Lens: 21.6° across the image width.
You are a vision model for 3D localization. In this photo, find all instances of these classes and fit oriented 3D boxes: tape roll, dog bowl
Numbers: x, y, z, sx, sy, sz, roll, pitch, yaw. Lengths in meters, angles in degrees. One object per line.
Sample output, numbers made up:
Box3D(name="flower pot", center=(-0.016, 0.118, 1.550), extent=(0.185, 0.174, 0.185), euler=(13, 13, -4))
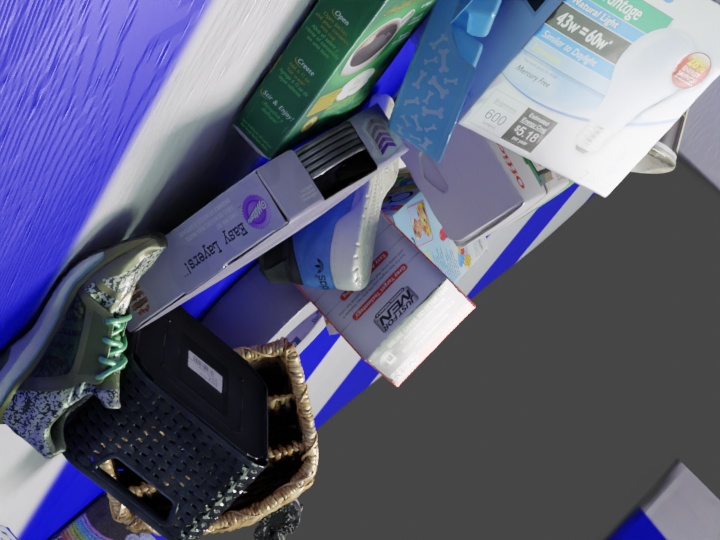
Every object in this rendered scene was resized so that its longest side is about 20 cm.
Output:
Box3D(name="tape roll", center=(-0.092, 0.050, 1.890), extent=(0.200, 0.066, 0.200), euler=(-44, 170, -9))
Box3D(name="dog bowl", center=(0.075, -0.183, 1.436), extent=(0.111, 0.049, 0.201), euler=(102, 10, -83))

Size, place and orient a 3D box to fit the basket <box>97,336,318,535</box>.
Box3D(name="basket", center=(-0.139, 0.163, 1.719), extent=(0.199, 0.144, 0.149), euler=(-13, 165, -8))

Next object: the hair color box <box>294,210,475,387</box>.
Box3D(name="hair color box", center=(0.000, 0.000, 1.654), extent=(0.102, 0.200, 0.061), euler=(-45, 138, 2))

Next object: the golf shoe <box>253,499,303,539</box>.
Box3D(name="golf shoe", center=(-0.144, 0.441, 3.467), extent=(0.095, 0.077, 0.200), euler=(-60, -178, -31))

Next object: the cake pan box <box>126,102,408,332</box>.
Box3D(name="cake pan box", center=(-0.077, -0.042, 1.440), extent=(0.200, 0.052, 0.184), euler=(-33, -178, 38))

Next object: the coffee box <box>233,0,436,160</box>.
Box3D(name="coffee box", center=(0.000, -0.175, 1.358), extent=(0.123, 0.044, 0.200), euler=(-34, 166, -53))

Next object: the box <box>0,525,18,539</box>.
Box3D(name="box", center=(-0.376, 0.332, 1.721), extent=(0.184, 0.105, 0.200), euler=(-44, 172, -4))

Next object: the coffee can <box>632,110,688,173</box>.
Box3D(name="coffee can", center=(0.251, -0.209, 1.779), extent=(0.146, 0.145, 0.201), euler=(63, 42, -81))

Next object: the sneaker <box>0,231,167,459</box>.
Box3D(name="sneaker", center=(-0.192, 0.057, 1.369), extent=(0.200, 0.089, 0.077), euler=(-49, 170, 18))

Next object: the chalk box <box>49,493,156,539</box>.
Box3D(name="chalk box", center=(-0.318, 0.366, 2.088), extent=(0.200, 0.125, 0.124), euler=(-39, 169, -30))

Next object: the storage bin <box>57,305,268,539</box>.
Box3D(name="storage bin", center=(-0.151, 0.111, 1.485), extent=(0.094, 0.135, 0.200), euler=(-47, -166, 12))

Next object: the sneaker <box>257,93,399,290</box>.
Box3D(name="sneaker", center=(-0.034, -0.072, 1.621), extent=(0.077, 0.110, 0.201), euler=(69, 29, -54))

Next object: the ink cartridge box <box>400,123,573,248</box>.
Box3D(name="ink cartridge box", center=(0.119, -0.116, 1.811), extent=(0.084, 0.147, 0.200), euler=(-33, 178, 24))

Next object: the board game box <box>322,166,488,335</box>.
Box3D(name="board game box", center=(0.035, -0.027, 1.827), extent=(0.102, 0.106, 0.200), euler=(-11, -166, 25))

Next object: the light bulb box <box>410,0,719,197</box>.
Box3D(name="light bulb box", center=(0.186, -0.198, 1.579), extent=(0.198, 0.125, 0.200), euler=(21, 120, -38))
